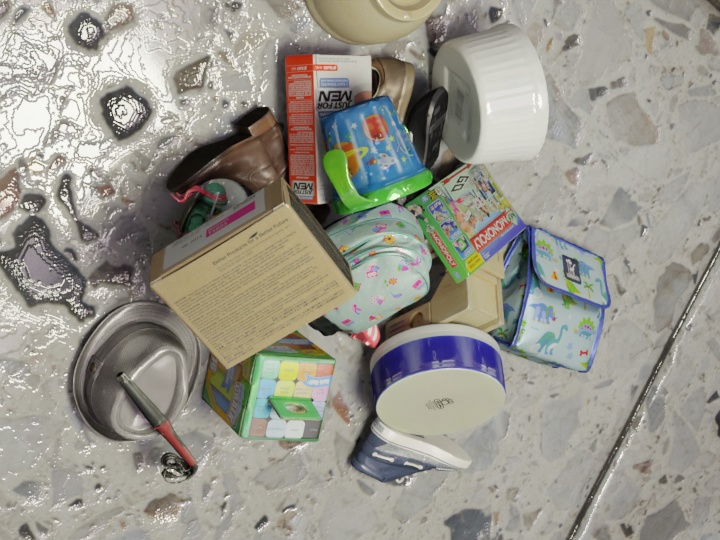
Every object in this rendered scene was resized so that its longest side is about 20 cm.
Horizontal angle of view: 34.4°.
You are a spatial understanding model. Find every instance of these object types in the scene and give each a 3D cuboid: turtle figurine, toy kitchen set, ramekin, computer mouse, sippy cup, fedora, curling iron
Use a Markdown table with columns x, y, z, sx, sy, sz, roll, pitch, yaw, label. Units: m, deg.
| x | y | z | sx | sy | sz | roll | pitch | yaw | label |
| --- | --- | --- | --- | --- | --- | --- | --- | --- | --- |
| -0.198 | -0.043 | 1.532 | 0.150 | 0.101 | 0.200 | -17 | 140 | -47 | turtle figurine |
| 0.095 | -0.003 | 1.754 | 0.163 | 0.180 | 0.200 | 25 | 52 | -35 | toy kitchen set |
| 0.179 | -0.247 | 1.662 | 0.097 | 0.200 | 0.201 | -12 | 110 | -17 | ramekin |
| 0.073 | -0.162 | 1.666 | 0.140 | 0.046 | 0.200 | -50 | 153 | -46 | computer mouse |
| 0.012 | -0.156 | 1.531 | 0.139 | 0.178 | 0.131 | -19 | 98 | -5 | sippy cup |
| -0.290 | 0.149 | 1.572 | 0.177 | 0.090 | 0.200 | 34 | 86 | -32 | fedora |
| -0.271 | 0.211 | 1.539 | 0.050 | 0.026 | 0.200 | -31 | 124 | -12 | curling iron |

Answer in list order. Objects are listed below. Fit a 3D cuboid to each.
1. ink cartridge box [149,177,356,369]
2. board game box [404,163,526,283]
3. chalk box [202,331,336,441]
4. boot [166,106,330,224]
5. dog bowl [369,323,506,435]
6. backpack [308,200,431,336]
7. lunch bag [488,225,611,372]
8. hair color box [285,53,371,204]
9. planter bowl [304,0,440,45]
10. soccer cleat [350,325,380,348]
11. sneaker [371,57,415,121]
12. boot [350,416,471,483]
| x | y | z | sx | sy | sz | roll | pitch | yaw | label |
| --- | --- | --- | --- | --- | --- | --- | --- | --- | --- |
| -0.132 | 0.006 | 1.431 | 0.200 | 0.075 | 0.165 | -29 | 121 | 12 | ink cartridge box |
| 0.158 | -0.079 | 1.704 | 0.135 | 0.029 | 0.200 | 55 | 39 | -1 | board game box |
| -0.120 | 0.158 | 1.604 | 0.124 | 0.200 | 0.124 | 8 | 100 | -30 | chalk box |
| -0.148 | -0.096 | 1.603 | 0.186 | 0.064 | 0.200 | -37 | 123 | -14 | boot |
| 0.116 | 0.166 | 1.743 | 0.200 | 0.079 | 0.200 | -4 | 144 | -3 | dog bowl |
| 0.000 | 0.000 | 1.558 | 0.200 | 0.127 | 0.167 | -28 | 140 | 18 | backpack |
| 0.303 | 0.046 | 1.859 | 0.170 | 0.127 | 0.200 | 21 | 80 | -29 | lunch bag |
| -0.041 | -0.195 | 1.600 | 0.111 | 0.064 | 0.201 | -10 | 102 | -43 | hair color box |
| 0.035 | -0.401 | 1.571 | 0.200 | 0.135 | 0.201 | -8 | 107 | -26 | planter bowl |
| -0.014 | 0.029 | 1.709 | 0.076 | 0.067 | 0.200 | -42 | 117 | -17 | soccer cleat |
| 0.021 | -0.206 | 1.670 | 0.075 | 0.070 | 0.201 | 11 | 96 | -12 | sneaker |
| 0.079 | 0.297 | 1.841 | 0.200 | 0.073 | 0.090 | 25 | 106 | -30 | boot |
